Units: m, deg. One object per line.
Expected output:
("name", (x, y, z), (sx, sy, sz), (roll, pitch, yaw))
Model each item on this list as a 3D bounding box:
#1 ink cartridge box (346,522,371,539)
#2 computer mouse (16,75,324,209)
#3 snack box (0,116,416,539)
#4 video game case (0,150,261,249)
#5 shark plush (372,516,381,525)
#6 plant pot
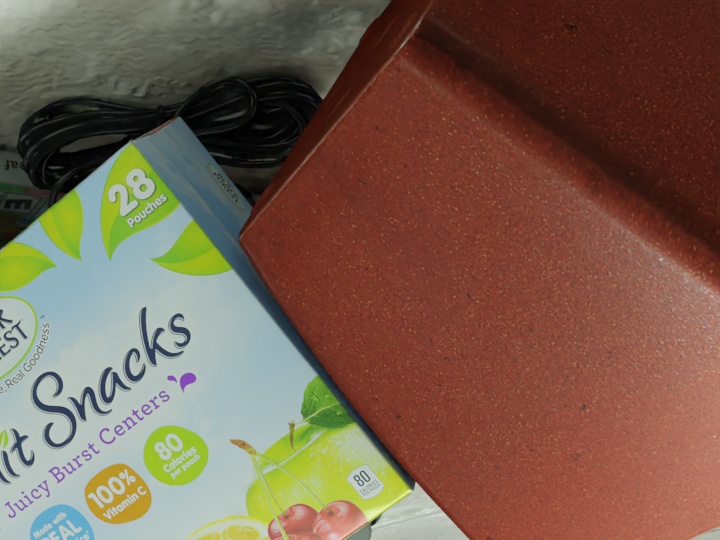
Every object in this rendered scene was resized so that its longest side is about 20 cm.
("ink cartridge box", (-0.048, 0.106, 0.682), (0.160, 0.200, 0.047), (-22, 125, 21))
("computer mouse", (-0.071, 0.016, 0.628), (0.138, 0.201, 0.053), (-9, -174, -3))
("snack box", (-0.101, 0.066, 0.553), (0.200, 0.169, 0.068), (-36, -174, 16))
("video game case", (-0.159, -0.001, 0.738), (0.182, 0.022, 0.200), (8, 152, -34))
("shark plush", (0.022, 0.077, 0.821), (0.083, 0.091, 0.200), (-51, 167, 21))
("plant pot", (0.076, -0.033, 0.490), (0.176, 0.200, 0.200), (35, 141, -9))
